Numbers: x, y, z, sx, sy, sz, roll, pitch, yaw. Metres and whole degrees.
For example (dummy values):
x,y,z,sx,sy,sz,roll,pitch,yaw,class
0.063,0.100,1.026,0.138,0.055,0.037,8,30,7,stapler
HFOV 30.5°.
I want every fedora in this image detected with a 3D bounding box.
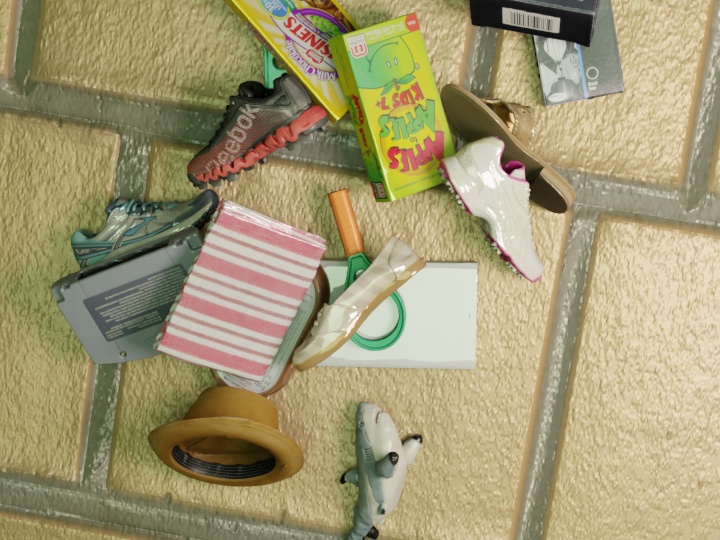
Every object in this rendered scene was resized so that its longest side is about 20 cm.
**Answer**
x,y,z,sx,sy,sz,roll,pitch,yaw,class
-0.161,0.197,1.615,0.199,0.201,0.082,7,58,3,fedora

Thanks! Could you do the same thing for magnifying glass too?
x,y,z,sx,sy,sz,roll,pitch,yaw,class
0.000,0.000,1.605,0.079,0.022,0.202,-16,97,5,magnifying glass
-0.100,-0.260,1.596,0.079,0.022,0.201,-26,94,6,magnifying glass

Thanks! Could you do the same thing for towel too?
x,y,z,sx,sy,sz,roll,pitch,yaw,class
-0.142,0.028,1.559,0.145,0.030,0.201,21,104,-25,towel

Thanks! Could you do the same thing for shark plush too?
x,y,z,sx,sy,sz,roll,pitch,yaw,class
0.013,0.266,1.659,0.083,0.091,0.201,22,120,20,shark plush

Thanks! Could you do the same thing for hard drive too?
x,y,z,sx,sy,sz,roll,pitch,yaw,class
0.044,0.054,1.631,0.198,0.026,0.133,1,97,3,hard drive

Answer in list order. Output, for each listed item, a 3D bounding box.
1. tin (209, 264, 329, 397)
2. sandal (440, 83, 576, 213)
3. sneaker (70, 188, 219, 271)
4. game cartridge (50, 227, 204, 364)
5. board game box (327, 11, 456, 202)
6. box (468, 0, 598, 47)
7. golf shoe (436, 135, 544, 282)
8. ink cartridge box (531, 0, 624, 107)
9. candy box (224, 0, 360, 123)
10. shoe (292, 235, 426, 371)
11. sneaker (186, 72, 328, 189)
x,y,z,sx,sy,sz,roll,pitch,yaw,class
-0.114,0.067,1.622,0.111,0.042,0.201,28,103,6,tin
0.188,-0.164,1.586,0.212,0.078,0.070,44,65,-9,sandal
-0.268,-0.056,1.612,0.199,0.078,0.087,-29,91,6,sneaker
-0.256,0.038,1.592,0.199,0.042,0.134,-20,123,12,game cartridge
0.042,-0.192,1.562,0.101,0.048,0.202,-21,100,-23,board game box
0.213,-0.375,1.496,0.147,0.104,0.202,13,81,9,box
0.176,-0.072,1.563,0.091,0.075,0.200,-38,118,2,golf shoe
0.250,-0.302,1.568,0.099,0.039,0.202,-11,96,6,ink cartridge box
-0.061,-0.283,1.571,0.102,0.026,0.200,-44,97,-14,candy box
-0.011,0.040,1.567,0.200,0.070,0.053,-42,94,0,shoe
-0.136,-0.169,1.574,0.199,0.071,0.098,-26,100,27,sneaker
